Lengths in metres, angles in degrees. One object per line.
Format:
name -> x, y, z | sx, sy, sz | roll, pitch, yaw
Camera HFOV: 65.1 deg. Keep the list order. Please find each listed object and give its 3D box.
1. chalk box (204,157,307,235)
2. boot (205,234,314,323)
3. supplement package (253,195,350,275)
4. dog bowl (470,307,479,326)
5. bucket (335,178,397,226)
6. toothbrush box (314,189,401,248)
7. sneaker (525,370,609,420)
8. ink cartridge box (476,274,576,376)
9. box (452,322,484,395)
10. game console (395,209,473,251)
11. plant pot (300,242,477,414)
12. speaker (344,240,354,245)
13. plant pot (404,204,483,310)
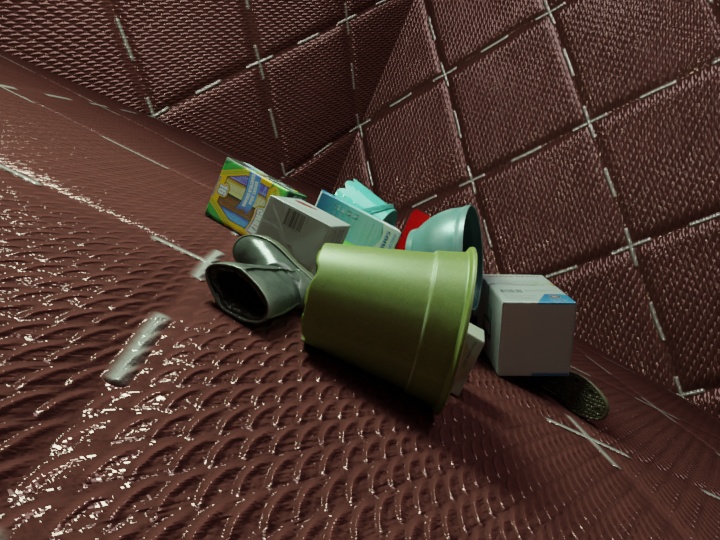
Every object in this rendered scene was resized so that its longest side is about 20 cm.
chalk box -> -0.196, -0.126, 1.171 | 0.196, 0.127, 0.125 | 29, 8, 11
boot -> -0.148, 0.007, 0.760 | 0.178, 0.075, 0.199 | 28, 15, 18
supplement package -> -0.105, -0.052, 1.012 | 0.118, 0.123, 0.200 | 26, 8, 5
dog bowl -> 0.247, 0.099, 1.351 | 0.195, 0.081, 0.200 | 26, 8, -4
bucket -> -0.008, -0.104, 1.388 | 0.133, 0.212, 0.207 | 31, 9, 13
toothbrush box -> -0.027, -0.065, 1.243 | 0.195, 0.150, 0.085 | 24, 8, -7
sneaker -> 0.422, 0.228, 1.140 | 0.074, 0.073, 0.198 | 9, 18, -42
ink cartridge box -> 0.328, 0.104, 1.150 | 0.141, 0.152, 0.200 | 1, 14, 0
box -> 0.081, 0.090, 0.845 | 0.195, 0.097, 0.078 | 27, 9, 9
game console -> 0.149, -0.014, 1.296 | 0.168, 0.205, 0.119 | 27, 9, 9
plant pot -> 0.028, 0.050, 0.695 | 0.183, 0.207, 0.200 | 14, 8, 4
speaker -> 0.000, 0.000, 1.158 | 0.195, 0.091, 0.089 | 26, 8, -6
plant pot -> 0.165, -0.024, 1.141 | 0.130, 0.209, 0.199 | -1, -3, 23
